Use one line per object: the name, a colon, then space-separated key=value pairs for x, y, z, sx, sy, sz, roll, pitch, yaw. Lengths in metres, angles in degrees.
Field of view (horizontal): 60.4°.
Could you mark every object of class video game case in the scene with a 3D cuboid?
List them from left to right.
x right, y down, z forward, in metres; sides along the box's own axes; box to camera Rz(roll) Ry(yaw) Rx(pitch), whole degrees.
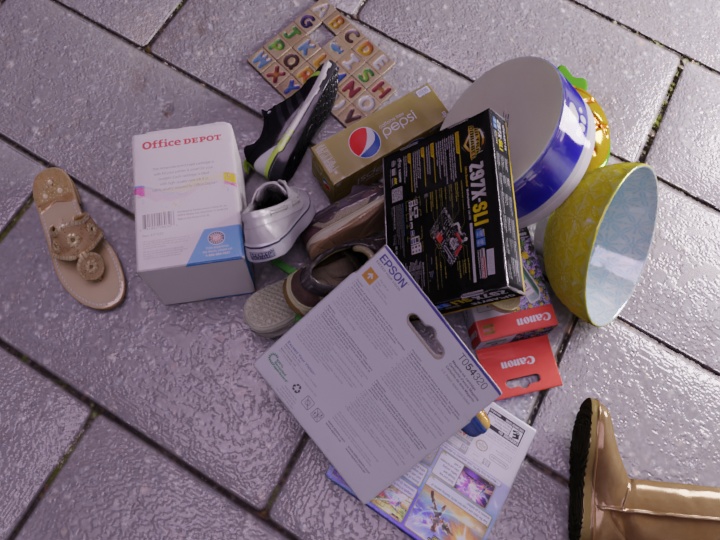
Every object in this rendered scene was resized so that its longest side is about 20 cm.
video game case: x=0.083 y=0.219 z=0.739 sx=0.197 sy=0.046 sz=0.184 roll=32 pitch=71 yaw=8

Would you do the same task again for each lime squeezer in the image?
lime squeezer: x=-0.080 y=0.043 z=0.733 sx=0.068 sy=0.038 sz=0.206 roll=-11 pitch=69 yaw=-13

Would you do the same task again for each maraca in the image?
maraca: x=0.278 y=-0.210 z=0.865 sx=0.132 sy=0.108 sz=0.206 roll=2 pitch=62 yaw=-9

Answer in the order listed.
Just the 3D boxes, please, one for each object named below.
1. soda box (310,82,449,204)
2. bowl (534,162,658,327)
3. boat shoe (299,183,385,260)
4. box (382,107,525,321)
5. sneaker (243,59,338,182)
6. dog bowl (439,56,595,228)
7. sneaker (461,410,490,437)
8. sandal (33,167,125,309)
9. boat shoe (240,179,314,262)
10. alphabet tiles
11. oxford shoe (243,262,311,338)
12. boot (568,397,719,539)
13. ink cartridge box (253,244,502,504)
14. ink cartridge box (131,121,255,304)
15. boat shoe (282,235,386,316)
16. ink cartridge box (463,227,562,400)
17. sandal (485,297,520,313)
soda box: x=0.027 y=-0.175 z=0.860 sx=0.196 sy=0.068 sz=0.065 roll=-31 pitch=75 yaw=-12
bowl: x=0.286 y=-0.043 z=0.786 sx=0.106 sy=0.202 sz=0.202 roll=22 pitch=67 yaw=40
boat shoe: x=0.006 y=-0.084 z=0.826 sx=0.197 sy=0.073 sz=0.065 roll=-32 pitch=63 yaw=-10
box: x=0.100 y=-0.058 z=0.706 sx=0.156 sy=0.049 sz=0.207 roll=-17 pitch=68 yaw=38
sneaker: x=-0.100 y=-0.219 z=0.864 sx=0.081 sy=0.072 sz=0.204 roll=26 pitch=75 yaw=9
dog bowl: x=0.188 y=-0.160 z=0.781 sx=0.078 sy=0.197 sz=0.206 roll=29 pitch=66 yaw=-36
sneaker: x=0.058 y=0.132 z=0.718 sx=0.199 sy=0.075 sz=0.089 roll=41 pitch=90 yaw=13
sandal: x=-0.375 y=-0.050 z=0.790 sx=0.076 sy=0.070 sz=0.215 roll=-28 pitch=74 yaw=-11
boat shoe: x=-0.100 y=-0.078 z=0.762 sx=0.071 sy=0.201 sz=0.067 roll=-10 pitch=112 yaw=6
alphabet tiles: x=-0.048 y=-0.304 z=0.934 sx=0.167 sy=0.008 sz=0.200 roll=-43 pitch=77 yaw=-15
oxford shoe: x=-0.056 y=0.031 z=0.793 sx=0.195 sy=0.058 sz=0.077 roll=-21 pitch=69 yaw=-15
boot: x=0.350 y=0.255 z=0.732 sx=0.193 sy=0.066 sz=0.182 roll=8 pitch=83 yaw=1
ink cartridge box: x=0.017 y=0.112 z=0.664 sx=0.199 sy=0.043 sz=0.198 roll=-39 pitch=91 yaw=11
ink cartridge box: x=-0.209 y=-0.080 z=0.787 sx=0.124 sy=0.126 sz=0.207 roll=-7 pitch=70 yaw=-5
boat shoe: x=0.000 y=0.000 z=0.736 sx=0.197 sy=0.064 sz=0.075 roll=-25 pitch=85 yaw=-41
ink cartridge box: x=0.190 y=0.053 z=0.798 sx=0.105 sy=0.051 sz=0.206 roll=-11 pitch=71 yaw=-5
sandal: x=0.114 y=0.001 z=0.773 sx=0.076 sy=0.071 sz=0.213 roll=-11 pitch=46 yaw=-34
